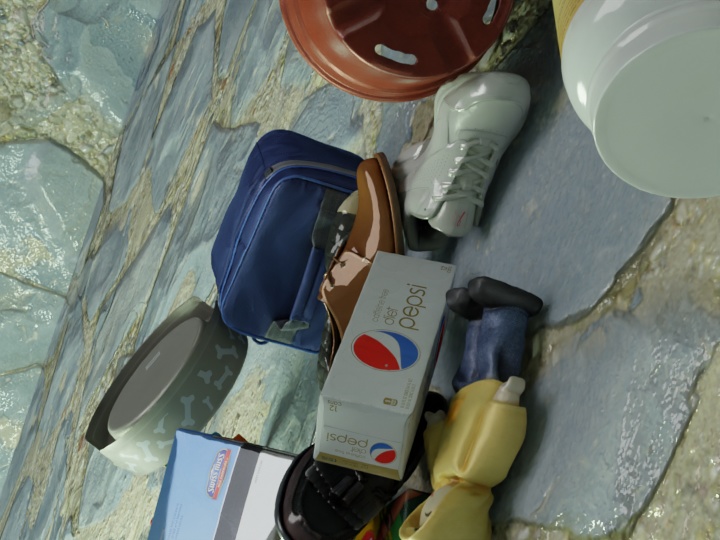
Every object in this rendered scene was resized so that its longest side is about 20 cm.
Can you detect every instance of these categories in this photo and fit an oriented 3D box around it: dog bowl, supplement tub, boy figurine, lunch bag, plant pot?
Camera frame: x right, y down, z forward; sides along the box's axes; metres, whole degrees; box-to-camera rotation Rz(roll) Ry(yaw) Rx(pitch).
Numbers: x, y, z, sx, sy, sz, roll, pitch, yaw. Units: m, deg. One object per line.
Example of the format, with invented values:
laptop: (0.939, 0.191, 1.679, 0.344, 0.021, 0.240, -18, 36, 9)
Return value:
dog bowl: (-0.189, 0.115, 1.427, 0.200, 0.059, 0.200, -43, 19, 18)
supplement tub: (0.183, -0.154, 0.822, 0.145, 0.144, 0.200, -54, 27, 42)
boy figurine: (0.074, 0.111, 1.012, 0.124, 0.064, 0.201, -24, 47, 63)
lunch bag: (-0.062, -0.017, 1.383, 0.132, 0.135, 0.201, -111, 40, -62)
plant pot: (0.036, -0.229, 1.151, 0.195, 0.200, 0.201, -115, 46, -79)

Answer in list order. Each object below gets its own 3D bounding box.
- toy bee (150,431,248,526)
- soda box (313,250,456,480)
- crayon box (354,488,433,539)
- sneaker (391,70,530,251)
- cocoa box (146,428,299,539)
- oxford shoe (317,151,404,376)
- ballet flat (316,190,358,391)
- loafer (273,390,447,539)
toy bee: (-0.163, 0.213, 1.429, 0.109, 0.200, 0.131, -46, 65, 3)
soda box: (0.021, 0.066, 1.079, 0.200, 0.068, 0.064, -68, -13, -57)
crayon box: (0.021, 0.273, 1.030, 0.127, 0.051, 0.201, -47, 31, 49)
sneaker: (0.085, -0.080, 1.153, 0.200, 0.078, 0.100, 121, 152, -56)
cocoa box: (-0.089, 0.244, 1.166, 0.131, 0.133, 0.201, 9, 80, 37)
oxford shoe: (0.000, 0.000, 1.213, 0.071, 0.071, 0.201, -163, 74, -83)
ballet flat: (0.000, 0.024, 1.286, 0.057, 0.066, 0.201, 144, 133, -71)
loafer: (0.004, 0.140, 1.063, 0.063, 0.072, 0.200, -41, -2, 32)
